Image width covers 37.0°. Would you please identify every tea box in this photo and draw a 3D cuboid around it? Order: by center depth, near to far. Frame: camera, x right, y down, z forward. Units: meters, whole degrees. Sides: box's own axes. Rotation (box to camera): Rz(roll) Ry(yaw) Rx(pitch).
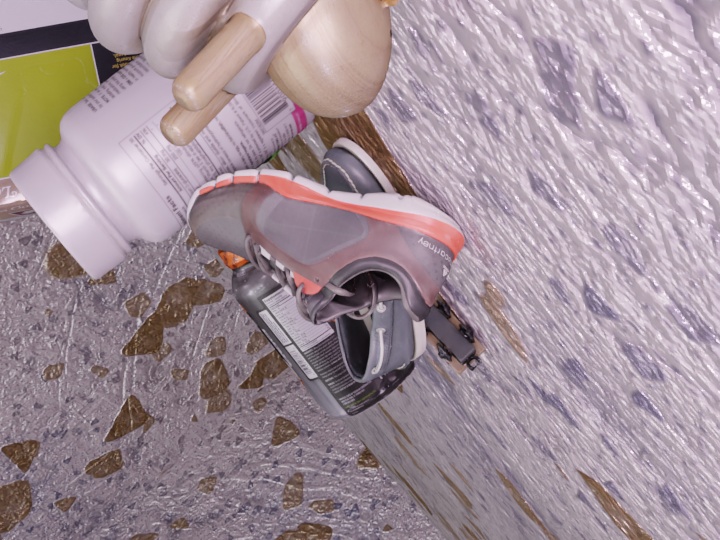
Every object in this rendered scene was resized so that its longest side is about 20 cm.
[{"bbox_3d":[-0.276,-0.160,0.999,0.134,0.198,0.199,169,90,-80],"label":"tea box"}]

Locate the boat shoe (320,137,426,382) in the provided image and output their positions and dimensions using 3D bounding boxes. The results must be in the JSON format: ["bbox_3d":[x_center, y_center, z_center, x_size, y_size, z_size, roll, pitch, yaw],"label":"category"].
[{"bbox_3d":[0.000,0.000,0.789,0.073,0.062,0.201,33,147,45],"label":"boat shoe"}]

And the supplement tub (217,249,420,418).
[{"bbox_3d":[-0.040,0.031,1.032,0.201,0.122,0.122,54,171,-14],"label":"supplement tub"}]

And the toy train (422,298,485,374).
[{"bbox_3d":[0.029,0.010,0.875,0.200,0.034,0.046,48,175,24],"label":"toy train"}]

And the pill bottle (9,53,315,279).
[{"bbox_3d":[-0.139,-0.093,0.764,0.114,0.200,0.113,49,171,10],"label":"pill bottle"}]

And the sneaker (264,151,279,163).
[{"bbox_3d":[-0.116,-0.119,0.923,0.077,0.084,0.200,48,171,12],"label":"sneaker"}]

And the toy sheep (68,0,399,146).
[{"bbox_3d":[-0.066,-0.138,0.420,0.200,0.138,0.138,44,172,-7],"label":"toy sheep"}]

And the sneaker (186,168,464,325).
[{"bbox_3d":[-0.036,-0.010,0.691,0.198,0.083,0.077,7,158,28],"label":"sneaker"}]
